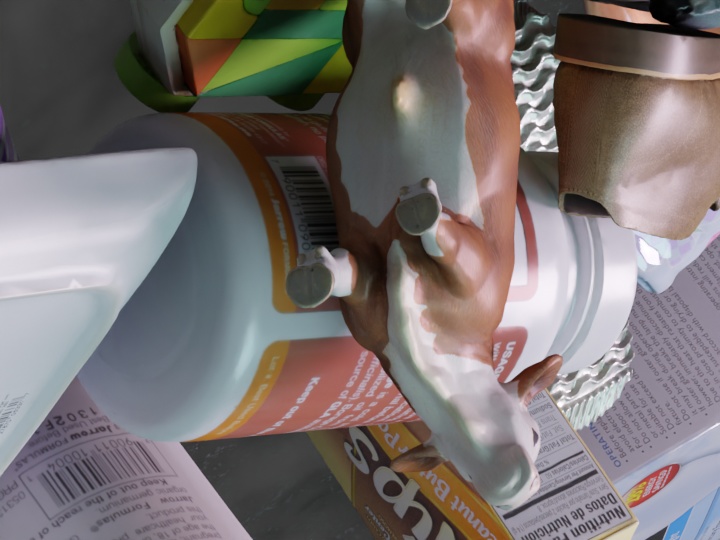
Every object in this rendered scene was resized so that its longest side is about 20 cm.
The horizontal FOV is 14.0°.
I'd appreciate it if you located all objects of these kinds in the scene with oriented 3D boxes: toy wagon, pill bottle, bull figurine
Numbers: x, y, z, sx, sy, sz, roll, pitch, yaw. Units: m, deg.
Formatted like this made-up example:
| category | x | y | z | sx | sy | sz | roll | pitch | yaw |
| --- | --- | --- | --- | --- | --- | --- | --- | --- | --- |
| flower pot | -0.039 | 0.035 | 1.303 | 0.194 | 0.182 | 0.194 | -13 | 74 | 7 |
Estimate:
| category | x | y | z | sx | sy | sz | roll | pitch | yaw |
| --- | --- | --- | --- | --- | --- | --- | --- | --- | --- |
| toy wagon | 0.009 | -0.115 | 1.017 | 0.200 | 0.040 | 0.155 | -5 | 144 | -51 |
| pill bottle | -0.075 | 0.140 | 1.038 | 0.114 | 0.200 | 0.114 | -26 | 144 | -21 |
| bull figurine | 0.019 | -0.024 | 0.935 | 0.065 | 0.200 | 0.121 | -8 | 164 | 14 |
| pill bottle | 0.000 | 0.000 | 1.044 | 0.200 | 0.112 | 0.112 | -2 | 141 | -41 |

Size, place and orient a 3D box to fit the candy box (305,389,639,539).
| category | x | y | z | sx | sy | sz | roll | pitch | yaw |
| --- | --- | --- | --- | --- | --- | --- | --- | --- | --- |
| candy box | 0.025 | 0.057 | 1.177 | 0.055 | 0.200 | 0.115 | -25 | 157 | -22 |

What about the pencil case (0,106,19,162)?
| category | x | y | z | sx | sy | sz | roll | pitch | yaw |
| --- | --- | --- | --- | --- | --- | --- | --- | --- | --- |
| pencil case | -0.149 | -0.011 | 0.948 | 0.085 | 0.084 | 0.200 | 4 | 153 | 4 |

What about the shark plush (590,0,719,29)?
| category | x | y | z | sx | sy | sz | roll | pitch | yaw |
| --- | --- | --- | --- | --- | --- | --- | --- | --- | --- |
| shark plush | 0.168 | -0.123 | 1.095 | 0.200 | 0.091 | 0.083 | -5 | 162 | -16 |

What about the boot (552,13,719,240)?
| category | x | y | z | sx | sy | sz | roll | pitch | yaw |
| --- | --- | --- | --- | --- | --- | --- | --- | --- | --- |
| boot | 0.122 | -0.053 | 1.091 | 0.200 | 0.074 | 0.076 | -4 | 104 | -59 |

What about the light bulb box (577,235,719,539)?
| category | x | y | z | sx | sy | sz | roll | pitch | yaw |
| --- | --- | --- | --- | --- | --- | --- | --- | --- | --- |
| light bulb box | 0.126 | 0.070 | 1.453 | 0.200 | 0.125 | 0.198 | -29 | 158 | -19 |

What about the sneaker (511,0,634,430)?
| category | x | y | z | sx | sy | sz | roll | pitch | yaw |
| --- | --- | --- | --- | --- | --- | --- | --- | --- | --- |
| sneaker | 0.047 | -0.030 | 1.199 | 0.070 | 0.100 | 0.200 | -28 | 126 | -21 |

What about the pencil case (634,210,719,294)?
| category | x | y | z | sx | sy | sz | roll | pitch | yaw |
| --- | --- | --- | --- | --- | --- | --- | --- | --- | --- |
| pencil case | 0.173 | -0.078 | 1.273 | 0.200 | 0.083 | 0.091 | -41 | 145 | 12 |

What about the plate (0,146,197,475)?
| category | x | y | z | sx | sy | sz | roll | pitch | yaw |
| --- | --- | --- | --- | --- | --- | --- | --- | --- | --- |
| plate | -0.158 | 0.044 | 0.892 | 0.200 | 0.032 | 0.200 | -9 | 145 | -48 |

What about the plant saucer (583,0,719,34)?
| category | x | y | z | sx | sy | sz | roll | pitch | yaw |
| --- | --- | --- | --- | --- | --- | --- | --- | --- | --- |
| plant saucer | 0.188 | -0.116 | 1.153 | 0.200 | 0.037 | 0.200 | 6 | 142 | 5 |
